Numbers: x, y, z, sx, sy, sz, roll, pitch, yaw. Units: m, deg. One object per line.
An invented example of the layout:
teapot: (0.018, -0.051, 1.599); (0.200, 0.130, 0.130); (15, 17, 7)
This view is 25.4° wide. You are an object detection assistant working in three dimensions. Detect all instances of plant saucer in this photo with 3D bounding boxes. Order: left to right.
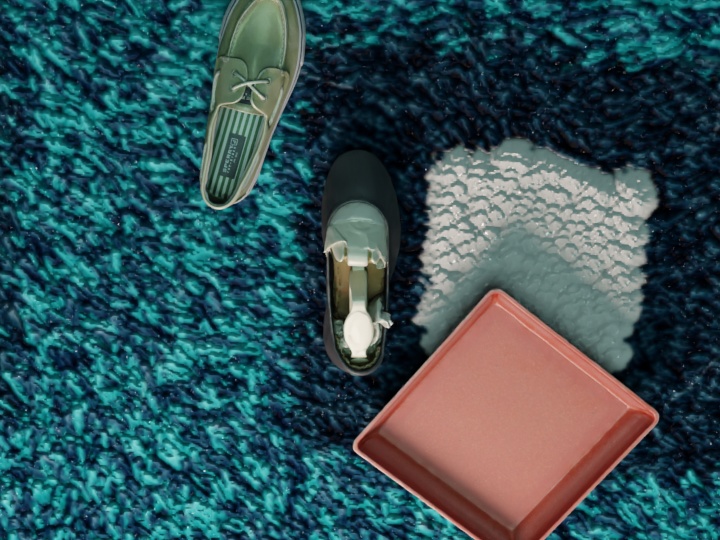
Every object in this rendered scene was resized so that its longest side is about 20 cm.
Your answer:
plant saucer: (0.128, 0.137, 1.428); (0.199, 0.037, 0.200); (37, 105, -14)

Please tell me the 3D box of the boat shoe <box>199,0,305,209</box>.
boat shoe: (-0.088, -0.143, 1.303); (0.072, 0.062, 0.201); (11, 109, -5)

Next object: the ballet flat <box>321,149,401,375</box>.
ballet flat: (0.000, 0.000, 1.356); (0.073, 0.073, 0.201); (2, 111, -1)
